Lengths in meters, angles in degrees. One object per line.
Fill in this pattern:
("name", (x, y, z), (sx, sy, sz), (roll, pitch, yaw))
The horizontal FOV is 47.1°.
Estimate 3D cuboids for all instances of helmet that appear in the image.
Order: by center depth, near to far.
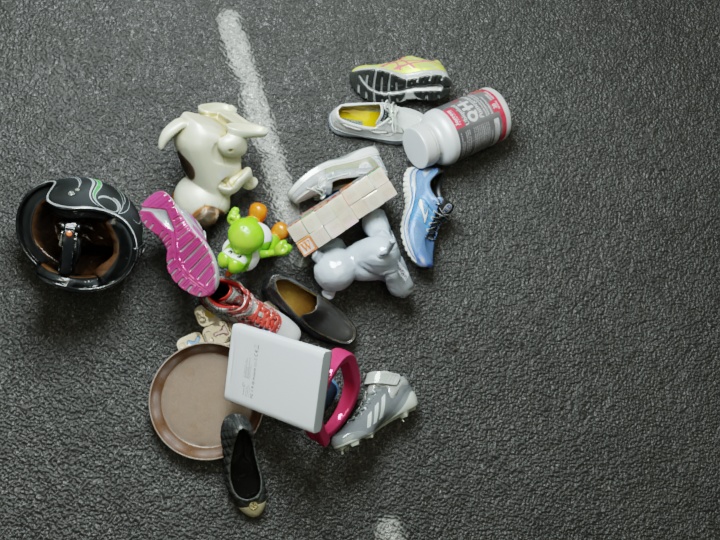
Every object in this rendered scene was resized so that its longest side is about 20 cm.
("helmet", (-0.467, -0.064, 1.381), (0.198, 0.191, 0.202), (-10, 115, -23))

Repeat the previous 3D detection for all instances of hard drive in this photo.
("hard drive", (-0.139, 0.173, 1.357), (0.027, 0.199, 0.133), (-2, 102, -54))

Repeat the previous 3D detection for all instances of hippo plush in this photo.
("hippo plush", (0.000, 0.000, 1.496), (0.160, 0.200, 0.160), (-22, 116, 4))

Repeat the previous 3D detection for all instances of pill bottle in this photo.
("pill bottle", (0.183, -0.269, 1.587), (0.199, 0.111, 0.111), (-27, 86, -23))

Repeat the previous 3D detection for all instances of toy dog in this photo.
("toy dog", (-0.266, -0.173, 1.455), (0.139, 0.202, 0.193), (30, 29, 28))

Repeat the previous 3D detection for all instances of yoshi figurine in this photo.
("yoshi figurine", (-0.182, -0.061, 1.432), (0.111, 0.200, 0.113), (-6, 110, 16))

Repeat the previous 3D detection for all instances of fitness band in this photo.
("fitness band", (-0.047, 0.218, 1.417), (0.037, 0.201, 0.144), (22, 61, 20))

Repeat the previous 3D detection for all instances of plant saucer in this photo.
("plant saucer", (-0.266, 0.227, 1.440), (0.198, 0.034, 0.202), (1, 83, -7))

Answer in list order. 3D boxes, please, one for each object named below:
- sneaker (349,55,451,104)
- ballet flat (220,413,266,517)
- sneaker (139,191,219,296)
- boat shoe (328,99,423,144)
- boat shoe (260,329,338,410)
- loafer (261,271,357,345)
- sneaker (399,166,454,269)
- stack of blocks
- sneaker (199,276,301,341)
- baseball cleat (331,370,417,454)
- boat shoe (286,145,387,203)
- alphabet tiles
("sneaker", (0.077, -0.381, 1.625), (0.198, 0.079, 0.091), (3, 48, -3))
("ballet flat", (-0.200, 0.337, 1.402), (0.066, 0.057, 0.202), (-16, 111, -15))
("sneaker", (-0.291, -0.042, 1.402), (0.081, 0.088, 0.201), (-33, 73, 8))
("boat shoe", (0.043, -0.294, 1.585), (0.200, 0.086, 0.075), (5, 80, -13))
("boat shoe", (-0.117, 0.180, 1.440), (0.200, 0.084, 0.069), (39, 59, -19))
("loafer", (-0.089, 0.074, 1.490), (0.199, 0.072, 0.073), (32, 81, -10))
("sneaker", (0.128, -0.103, 1.557), (0.088, 0.078, 0.202), (-5, 78, 28))
("stack of blocks", (-0.033, -0.109, 1.484), (0.199, 0.115, 0.059), (-33, 99, 1))
("sneaker", (-0.190, 0.077, 1.440), (0.200, 0.108, 0.068), (30, 75, -5))
("baseball cleat", (0.013, 0.244, 1.475), (0.199, 0.070, 0.107), (-22, 87, -40))
("boat shoe", (-0.043, -0.170, 1.553), (0.201, 0.074, 0.065), (-25, 81, -22))
("alphabet tiles", (-0.220, 0.142, 1.485), (0.194, 0.015, 0.202), (-22, 84, -15))
